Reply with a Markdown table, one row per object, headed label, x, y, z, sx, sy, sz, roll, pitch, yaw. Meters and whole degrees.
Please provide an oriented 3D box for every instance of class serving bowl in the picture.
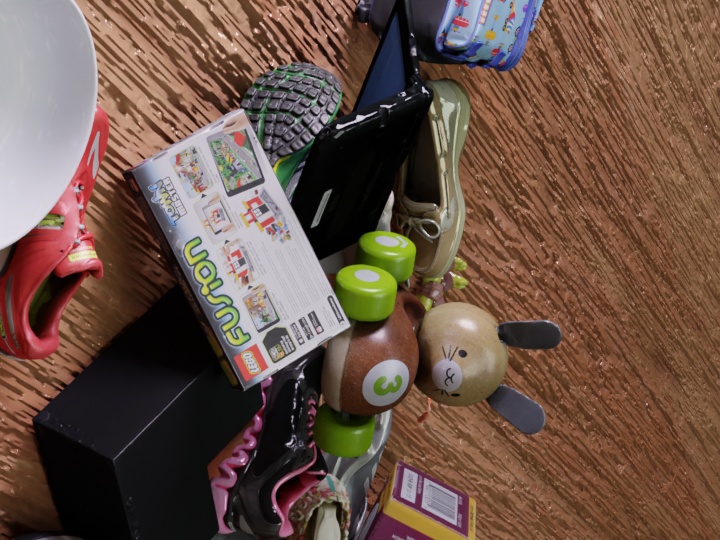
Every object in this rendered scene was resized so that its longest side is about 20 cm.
| label | x | y | z | sx | sy | sz | roll | pitch | yaw |
| --- | --- | --- | --- | --- | --- | --- | --- | --- | --- |
| serving bowl | -0.270 | -0.114 | 1.164 | 0.200 | 0.065 | 0.202 | -36 | 137 | -42 |

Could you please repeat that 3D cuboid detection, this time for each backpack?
| label | x | y | z | sx | sy | sz | roll | pitch | yaw |
| --- | --- | --- | --- | --- | --- | --- | --- | --- | --- |
| backpack | 0.109 | -0.273 | 1.605 | 0.199 | 0.134 | 0.185 | 12 | 99 | -62 |

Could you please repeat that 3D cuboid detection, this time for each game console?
| label | x | y | z | sx | sy | sz | roll | pitch | yaw |
| --- | --- | --- | --- | --- | --- | --- | --- | --- | --- |
| game console | -0.019 | -0.117 | 1.489 | 0.175 | 0.117 | 0.201 | -26 | 155 | -32 |

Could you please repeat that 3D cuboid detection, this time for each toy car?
| label | x | y | z | sx | sy | sz | roll | pitch | yaw |
| --- | --- | --- | --- | --- | --- | --- | --- | --- | --- |
| toy car | 0.073 | 0.080 | 1.510 | 0.158 | 0.198 | 0.166 | -59 | 160 | -64 |

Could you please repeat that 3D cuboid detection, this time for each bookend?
| label | x | y | z | sx | sy | sz | roll | pitch | yaw |
| --- | --- | --- | --- | --- | --- | --- | --- | --- | --- |
| bookend | -0.165 | 0.150 | 1.469 | 0.200 | 0.091 | 0.200 | -46 | 144 | -35 |

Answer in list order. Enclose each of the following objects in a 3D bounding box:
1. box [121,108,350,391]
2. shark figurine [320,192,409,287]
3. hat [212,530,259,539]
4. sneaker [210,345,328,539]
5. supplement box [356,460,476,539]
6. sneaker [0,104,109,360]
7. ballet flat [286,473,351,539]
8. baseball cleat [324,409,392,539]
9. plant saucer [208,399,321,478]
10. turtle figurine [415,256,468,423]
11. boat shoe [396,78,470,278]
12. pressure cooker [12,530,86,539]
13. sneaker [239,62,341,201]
| label | x | y | z | sx | sy | sz | roll | pitch | yaw |
| --- | --- | --- | --- | --- | --- | --- | --- | --- | --- |
| box | -0.100 | -0.017 | 1.393 | 0.109 | 0.035 | 0.202 | -29 | 100 | -19 |
| shark figurine | 0.000 | 0.016 | 1.653 | 0.088 | 0.128 | 0.217 | -11 | 101 | -10 |
| hat | -0.146 | 0.322 | 1.576 | 0.199 | 0.081 | 0.203 | -23 | 128 | -33 |
| sneaker | -0.061 | 0.159 | 1.569 | 0.202 | 0.094 | 0.079 | -65 | 148 | -22 |
| supplement box | 0.035 | 0.324 | 1.806 | 0.202 | 0.102 | 0.131 | -63 | -178 | 11 |
| sneaker | -0.221 | -0.027 | 1.277 | 0.077 | 0.084 | 0.202 | 15 | 96 | -60 |
| ballet flat | -0.046 | 0.302 | 1.705 | 0.075 | 0.064 | 0.203 | 0 | 99 | -18 |
| baseball cleat | -0.014 | 0.210 | 1.787 | 0.202 | 0.069 | 0.106 | -66 | 163 | 3 |
| plant saucer | -0.108 | 0.163 | 1.626 | 0.200 | 0.032 | 0.202 | -37 | 138 | -43 |
| turtle figurine | 0.059 | 0.067 | 1.800 | 0.162 | 0.064 | 0.200 | -63 | 154 | -21 |
| boat shoe | 0.065 | -0.090 | 1.709 | 0.063 | 0.073 | 0.203 | -11 | 115 | -47 |
| pressure cooker | -0.224 | 0.323 | 1.352 | 0.178 | 0.199 | 0.177 | -41 | 140 | -16 |
| sneaker | -0.081 | -0.094 | 1.485 | 0.201 | 0.077 | 0.085 | -58 | 166 | -17 |
